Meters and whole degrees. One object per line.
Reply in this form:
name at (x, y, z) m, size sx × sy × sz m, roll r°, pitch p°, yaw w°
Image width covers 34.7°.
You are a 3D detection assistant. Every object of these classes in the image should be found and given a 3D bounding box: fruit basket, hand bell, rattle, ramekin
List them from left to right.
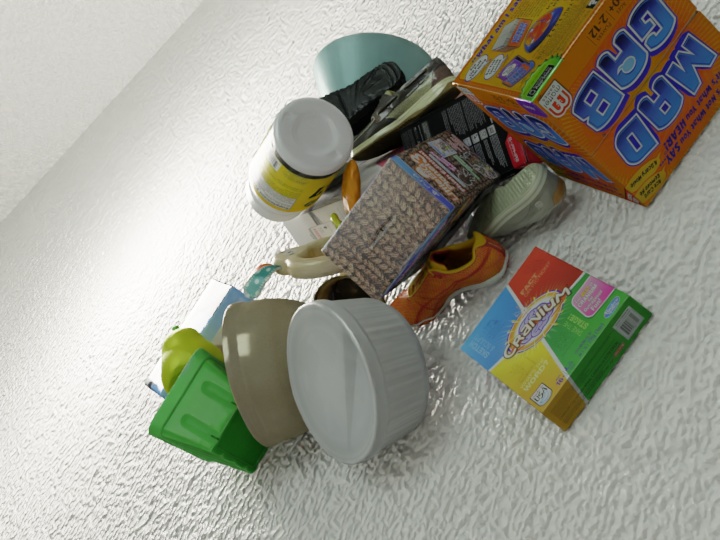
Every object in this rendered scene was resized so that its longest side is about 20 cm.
fruit basket at (-0.226, 0.177, 1.621) m, size 0.156 × 0.215 × 0.215 m, roll -59°, pitch 26°, yaw -10°
rattle at (-0.086, -0.050, 1.576) m, size 0.200 × 0.143 × 0.130 m, roll -8°, pitch 34°, yaw 19°
hand bell at (0.000, 0.000, 1.665) m, size 0.104 × 0.104 × 0.200 m, roll -39°, pitch 18°, yaw 28°
ramekin at (0.000, 0.125, 1.388) m, size 0.202 × 0.094 × 0.203 m, roll 29°, pitch 126°, yaw 51°

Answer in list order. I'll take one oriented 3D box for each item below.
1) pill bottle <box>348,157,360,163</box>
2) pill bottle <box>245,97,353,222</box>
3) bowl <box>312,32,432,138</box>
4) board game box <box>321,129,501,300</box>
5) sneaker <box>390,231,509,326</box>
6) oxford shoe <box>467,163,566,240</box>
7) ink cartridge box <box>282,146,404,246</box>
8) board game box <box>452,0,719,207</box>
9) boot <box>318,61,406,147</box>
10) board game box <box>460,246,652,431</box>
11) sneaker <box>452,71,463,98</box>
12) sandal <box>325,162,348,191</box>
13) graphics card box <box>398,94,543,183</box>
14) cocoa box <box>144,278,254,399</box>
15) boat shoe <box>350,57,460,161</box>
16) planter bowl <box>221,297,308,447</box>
pill bottle at (-0.079, -0.185, 1.964) m, size 0.112 × 0.112 × 0.200 m, roll -56°, pitch 26°, yaw -4°
pill bottle at (-0.092, -0.149, 1.615) m, size 0.114 × 0.114 × 0.200 m, roll -68°, pitch 10°, yaw -26°
bowl at (0.020, -0.278, 1.842) m, size 0.201 × 0.201 × 0.105 m, roll -27°, pitch 49°, yaw 43°
board game box at (0.068, -0.074, 1.464) m, size 0.160 × 0.097 × 0.200 m, roll -52°, pitch -9°, yaw 28°
sneaker at (0.099, 0.007, 1.477) m, size 0.200 × 0.077 × 0.073 m, roll -37°, pitch 32°, yaw 34°
oxford shoe at (0.193, -0.075, 1.449) m, size 0.200 × 0.058 × 0.075 m, roll -37°, pitch 34°, yaw 61°
ink cartridge box at (-0.001, -0.101, 1.721) m, size 0.147 × 0.083 × 0.200 m, roll -44°, pitch 17°, yaw -33°
board game box at (0.272, -0.227, 1.329) m, size 0.200 × 0.200 × 0.200 m, roll -54°, pitch 26°, yaw 0°
boot at (0.016, -0.217, 1.746) m, size 0.198 × 0.162 × 0.073 m, roll -32°, pitch 54°, yaw 7°
board game box at (0.208, 0.069, 1.261) m, size 0.153 × 0.040 × 0.200 m, roll -54°, pitch 26°, yaw 0°
sneaker at (0.145, -0.228, 1.673) m, size 0.105 × 0.075 × 0.200 m, roll -50°, pitch 28°, yaw -16°
sandal at (-0.068, -0.157, 1.764) m, size 0.080 × 0.057 × 0.201 m, roll -41°, pitch 15°, yaw -17°
graphics card box at (0.148, -0.170, 1.565) m, size 0.200 × 0.051 × 0.126 m, roll -25°, pitch 80°, yaw 45°
cocoa box at (-0.217, 0.133, 1.775) m, size 0.200 × 0.133 × 0.131 m, roll -57°, pitch 20°, yaw -9°
boat shoe at (0.057, -0.231, 1.654) m, size 0.201 × 0.072 × 0.066 m, roll -34°, pitch 74°, yaw 31°
planter bowl at (-0.084, 0.124, 1.544) m, size 0.134 × 0.200 × 0.200 m, roll -15°, pitch 38°, yaw 12°
